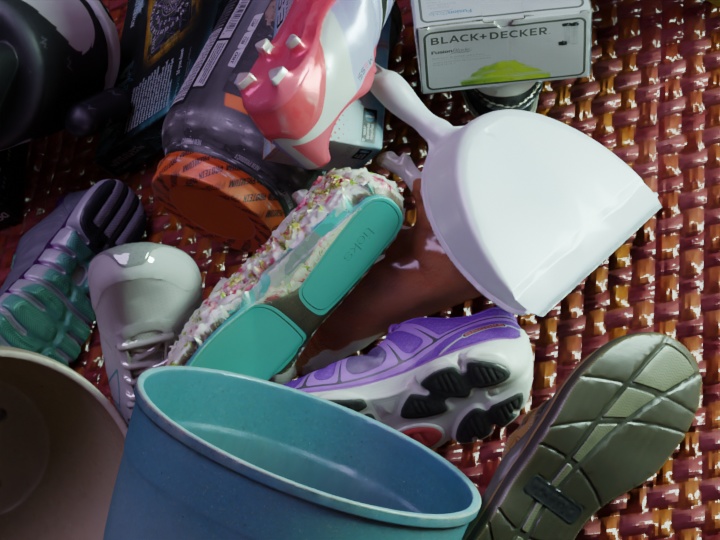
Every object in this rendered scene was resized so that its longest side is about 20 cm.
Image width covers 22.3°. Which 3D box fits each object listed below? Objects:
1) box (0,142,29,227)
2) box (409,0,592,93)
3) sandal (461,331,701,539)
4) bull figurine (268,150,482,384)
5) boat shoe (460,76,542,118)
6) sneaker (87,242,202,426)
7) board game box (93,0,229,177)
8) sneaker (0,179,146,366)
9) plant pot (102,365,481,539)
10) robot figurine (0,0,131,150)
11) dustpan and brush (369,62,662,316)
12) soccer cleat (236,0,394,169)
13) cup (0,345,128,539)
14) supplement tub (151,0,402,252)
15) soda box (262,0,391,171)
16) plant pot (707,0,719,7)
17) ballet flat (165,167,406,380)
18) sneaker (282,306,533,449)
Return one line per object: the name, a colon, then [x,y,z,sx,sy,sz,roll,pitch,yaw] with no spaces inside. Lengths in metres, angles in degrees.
box: [-0.376,-0.118,1.436,0.147,0.200,0.125,-17,50,22]
box: [0.085,-0.214,1.225,0.115,0.060,0.201,-6,51,1]
sandal: [0.113,0.114,1.043,0.201,0.082,0.055,-53,24,-3]
bull figurine: [0.000,0.000,1.189,0.198,0.065,0.122,-20,68,14]
boat shoe: [0.092,-0.180,1.276,0.073,0.061,0.201,-8,51,-3]
sneaker: [-0.130,0.055,1.164,0.070,0.201,0.081,-7,56,-3]
board game box: [-0.143,-0.183,1.428,0.135,0.028,0.201,-27,44,39]
sneaker: [-0.237,0.020,1.346,0.087,0.075,0.201,0,47,49]
plant pot: [-0.057,0.178,1.007,0.199,0.199,0.190,27,101,43]
robot figurine: [-0.261,-0.160,1.373,0.124,0.151,0.200,-18,6,24]
dustpan and brush: [0.074,-0.070,1.145,0.139,0.057,0.200,-39,84,-31]
soccer cleat: [-0.009,-0.156,1.153,0.066,0.077,0.201,1,50,41]
cup: [-0.248,0.133,1.192,0.200,0.200,0.143,-44,19,-3]
supplement tub: [-0.061,-0.122,1.288,0.122,0.123,0.201,9,64,37]
soda box: [-0.019,-0.170,1.214,0.064,0.068,0.202,145,132,-67]
plant pot: [0.236,-0.283,1.178,0.177,0.200,0.200,-52,45,2]
ballet flat: [-0.053,0.013,1.140,0.200,0.076,0.064,-43,39,-4]
sneaker: [0.014,0.077,1.139,0.198,0.081,0.084,-16,33,14]
